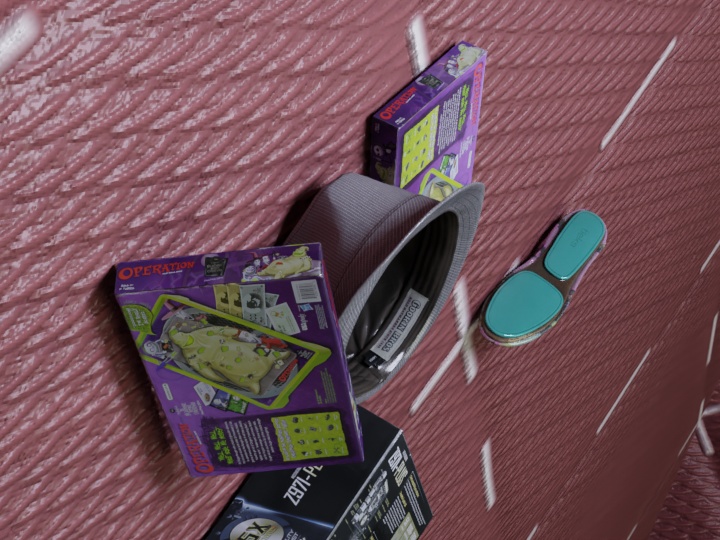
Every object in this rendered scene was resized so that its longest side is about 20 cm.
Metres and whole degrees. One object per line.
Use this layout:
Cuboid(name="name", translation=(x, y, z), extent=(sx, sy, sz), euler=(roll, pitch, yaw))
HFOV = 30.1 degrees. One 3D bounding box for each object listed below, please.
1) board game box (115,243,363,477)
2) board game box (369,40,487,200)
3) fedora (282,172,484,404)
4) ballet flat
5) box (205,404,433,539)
Cuboid(name="board game box", translation=(-0.068, 0.062, 0.830), extent=(0.200, 0.120, 0.032), euler=(80, 2, -50))
Cuboid(name="board game box", translation=(0.048, -0.066, 1.043), extent=(0.120, 0.032, 0.200), euler=(-39, 148, -34))
Cuboid(name="fedora", translation=(0.000, 0.000, 0.937), extent=(0.177, 0.090, 0.200), euler=(-42, 158, -33))
Cuboid(name="ballet flat", translation=(0.182, 0.018, 1.363), extent=(0.200, 0.069, 0.071), euler=(-48, 172, -30))
Cuboid(name="box", translation=(-0.029, 0.214, 1.105), extent=(0.164, 0.086, 0.200), euler=(-54, 155, -18))
